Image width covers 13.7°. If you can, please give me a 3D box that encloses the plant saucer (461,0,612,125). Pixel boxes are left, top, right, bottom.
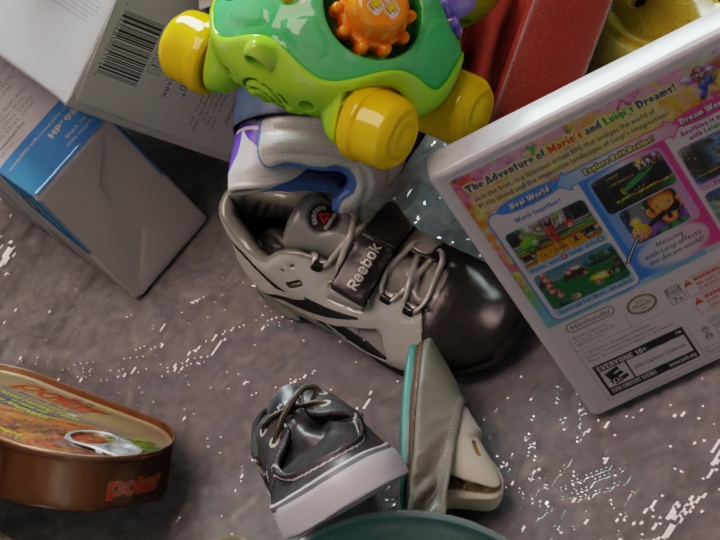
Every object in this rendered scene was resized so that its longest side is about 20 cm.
[{"bbox_3d":[0.086,-0.132,1.573,0.200,0.037,0.200,-96,22,-61],"label":"plant saucer"}]

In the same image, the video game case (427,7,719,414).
[{"bbox_3d":[0.161,-0.033,1.476,0.199,0.182,0.024,-26,35,15],"label":"video game case"}]

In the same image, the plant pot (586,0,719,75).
[{"bbox_3d":[0.192,-0.112,1.540,0.199,0.142,0.201,-17,51,22],"label":"plant pot"}]

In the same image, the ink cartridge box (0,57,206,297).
[{"bbox_3d":[-0.195,-0.076,1.781,0.067,0.116,0.200,-50,47,-7],"label":"ink cartridge box"}]

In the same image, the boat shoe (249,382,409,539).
[{"bbox_3d":[-0.024,0.088,1.512,0.070,0.066,0.200,-29,2,-3],"label":"boat shoe"}]

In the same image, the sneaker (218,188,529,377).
[{"bbox_3d":[0.000,0.000,1.622,0.199,0.089,0.074,15,67,37],"label":"sneaker"}]

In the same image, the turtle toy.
[{"bbox_3d":[0.002,-0.128,1.497,0.145,0.200,0.102,24,113,26],"label":"turtle toy"}]

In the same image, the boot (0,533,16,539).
[{"bbox_3d":[-0.283,0.129,1.663,0.199,0.155,0.072,12,65,38],"label":"boot"}]

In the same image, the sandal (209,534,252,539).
[{"bbox_3d":[-0.103,0.172,1.519,0.080,0.054,0.200,-14,15,21],"label":"sandal"}]

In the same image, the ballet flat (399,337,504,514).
[{"bbox_3d":[0.043,0.129,1.530,0.063,0.067,0.201,7,59,4],"label":"ballet flat"}]

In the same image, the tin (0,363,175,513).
[{"bbox_3d":[-0.189,0.090,1.668,0.199,0.112,0.042,18,110,41],"label":"tin"}]

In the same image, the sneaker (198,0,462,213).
[{"bbox_3d":[-0.054,-0.117,1.596,0.147,0.200,0.081,-61,6,-22],"label":"sneaker"}]

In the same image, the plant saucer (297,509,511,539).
[{"bbox_3d":[0.021,0.217,1.439,0.199,0.036,0.201,-1,77,3],"label":"plant saucer"}]

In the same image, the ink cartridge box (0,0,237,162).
[{"bbox_3d":[-0.138,-0.143,1.735,0.200,0.175,0.084,34,101,45],"label":"ink cartridge box"}]
